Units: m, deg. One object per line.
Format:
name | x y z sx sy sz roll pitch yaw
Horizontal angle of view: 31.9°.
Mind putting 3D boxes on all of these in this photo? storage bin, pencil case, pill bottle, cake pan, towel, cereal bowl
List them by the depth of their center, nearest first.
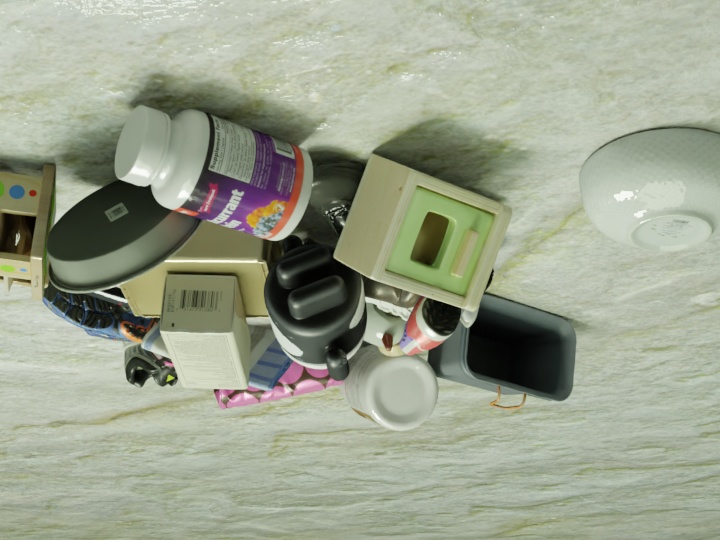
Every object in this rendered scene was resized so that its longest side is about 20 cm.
pill bottle | -0.162 -0.111 1.382 0.199 0.112 0.111 17 150 -29
cake pan | -0.275 -0.050 1.448 0.199 0.201 0.037 -9 124 22
cereal bowl | 0.353 -0.078 1.455 0.198 0.084 0.200 2 155 1
storage bin | -0.203 -0.012 1.614 0.198 0.094 0.199 0 155 3
towel | -0.192 0.102 1.765 0.199 0.147 0.024 18 115 9
storage bin | 0.198 0.133 1.856 0.199 0.147 0.134 16 161 -28
pencil case | -0.127 0.145 1.893 0.198 0.091 0.094 -14 110 -4
pill bottle | 0.033 0.171 1.895 0.114 0.115 0.200 10 179 -17

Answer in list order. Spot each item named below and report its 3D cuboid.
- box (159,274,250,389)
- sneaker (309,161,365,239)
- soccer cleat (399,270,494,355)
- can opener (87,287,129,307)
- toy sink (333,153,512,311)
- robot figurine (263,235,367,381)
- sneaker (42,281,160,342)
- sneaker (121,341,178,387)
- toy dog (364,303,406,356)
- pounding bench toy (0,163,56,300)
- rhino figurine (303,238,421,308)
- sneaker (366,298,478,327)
box | -0.195 0.082 1.611 0.094 0.078 0.200 2 155 0
sneaker | -0.003 -0.061 1.502 0.076 0.091 0.200 -19 147 30
soccer cleat | 0.108 0.034 1.599 0.068 0.200 0.073 44 131 -5
can opener | -0.323 0.025 1.731 0.199 0.064 0.079 13 153 -24
toy sink | 0.093 -0.036 1.456 0.199 0.131 0.112 19 -175 -31
robot figurine | -0.056 0.045 1.555 0.124 0.151 0.200 15 158 10
sneaker | -0.383 0.064 1.809 0.078 0.076 0.200 -14 149 36
sneaker | -0.283 0.134 1.927 0.199 0.088 0.074 -11 152 24
toy dog | -0.014 0.080 1.767 0.199 0.096 0.133 -14 115 20
pounding bench toy | -0.458 -0.037 1.538 0.155 0.125 0.200 7 154 -10
rhino figurine | 0.000 0.000 1.642 0.198 0.060 0.088 11 138 12
sneaker | 0.068 0.032 1.696 0.198 0.088 0.075 1 156 4
